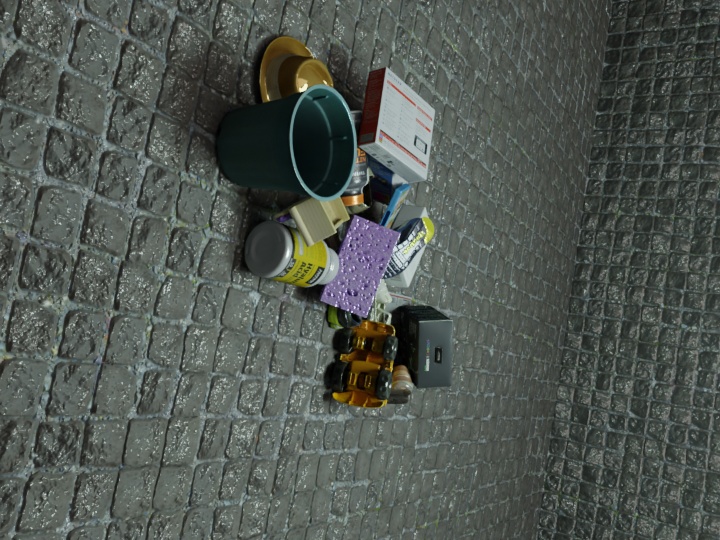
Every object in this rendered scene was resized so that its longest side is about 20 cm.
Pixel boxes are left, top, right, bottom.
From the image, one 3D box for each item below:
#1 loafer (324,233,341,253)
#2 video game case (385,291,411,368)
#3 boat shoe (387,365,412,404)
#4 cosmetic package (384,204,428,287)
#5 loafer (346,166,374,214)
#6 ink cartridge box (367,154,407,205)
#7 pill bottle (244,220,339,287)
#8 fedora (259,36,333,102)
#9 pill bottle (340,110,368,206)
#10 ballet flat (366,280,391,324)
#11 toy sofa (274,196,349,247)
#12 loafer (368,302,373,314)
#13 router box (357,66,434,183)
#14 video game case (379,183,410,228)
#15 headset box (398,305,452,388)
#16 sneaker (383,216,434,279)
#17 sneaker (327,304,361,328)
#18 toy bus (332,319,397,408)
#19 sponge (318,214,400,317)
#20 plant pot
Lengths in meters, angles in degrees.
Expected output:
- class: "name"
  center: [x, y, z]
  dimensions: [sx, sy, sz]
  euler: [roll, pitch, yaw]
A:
- class: "loafer"
  center: [-0.066, -0.066, 1.501]
  dimensions: [0.073, 0.071, 0.201]
  euler: [-34, 123, -50]
- class: "video game case"
  center: [0.084, 0.162, 1.823]
  dimensions: [0.143, 0.017, 0.201]
  euler: [16, 82, -57]
- class: "boat shoe"
  center: [0.095, 0.297, 1.755]
  dimensions: [0.200, 0.075, 0.072]
  euler: [115, -21, -63]
- class: "cosmetic package"
  center: [0.116, -0.065, 1.770]
  dimensions: [0.102, 0.074, 0.200]
  euler: [70, 36, -46]
- class: "loafer"
  center: [-0.006, -0.229, 1.570]
  dimensions: [0.076, 0.068, 0.201]
  euler: [-32, 121, -51]
- class: "ink cartridge box"
  center: [0.075, -0.277, 1.626]
  dimensions: [0.137, 0.076, 0.200]
  euler: [-55, 159, -39]
- class: "pill bottle"
  center: [-0.130, -0.026, 1.372]
  dimensions: [0.200, 0.111, 0.112]
  euler: [16, 82, -57]
- class: "fedora"
  center: [-0.116, -0.372, 1.360]
  dimensions: [0.200, 0.082, 0.202]
  euler: [-16, 109, -56]
- class: "pill bottle"
  center: [-0.037, -0.242, 1.478]
  dimensions: [0.106, 0.106, 0.201]
  euler: [-23, 112, -54]
- class: "ballet flat"
  center: [0.050, 0.095, 1.716]
  dimensions: [0.072, 0.071, 0.201]
  euler: [-7, 100, -57]
- class: "toy sofa"
  center: [-0.092, -0.105, 1.354]
  dimensions: [0.083, 0.097, 0.200]
  euler: [63, 12, -8]
- class: "loafer"
  center: [0.000, 0.000, 1.517]
  dimensions: [0.068, 0.070, 0.202]
  euler: [1, 77, -19]
- class: "router box"
  center: [0.084, -0.315, 1.500]
  dimensions: [0.200, 0.049, 0.180]
  euler: [27, 66, -47]
- class: "video game case"
  center: [0.060, -0.109, 1.624]
  dimensions: [0.201, 0.018, 0.143]
  euler: [-64, 173, 17]
- class: "headset box"
  center: [0.167, 0.194, 1.755]
  dimensions: [0.200, 0.092, 0.175]
  euler: [-146, -125, -76]
- class: "sneaker"
  center: [0.091, -0.054, 1.652]
  dimensions: [0.200, 0.082, 0.074]
  euler: [-42, 117, -19]
- class: "sneaker"
  center: [-0.021, 0.039, 1.579]
  dimensions: [0.074, 0.081, 0.201]
  euler: [-4, 98, -57]
- class: "toy bus"
  center: [0.027, 0.233, 1.656]
  dimensions: [0.192, 0.135, 0.201]
  euler: [43, 56, -71]
- class: "sponge"
  center: [-0.002, -0.010, 1.469]
  dimensions: [0.111, 0.030, 0.201]
  euler: [22, 91, -12]
- class: "plant pot"
  center: [-0.141, -0.228, 1.239]
  dimensions: [0.200, 0.195, 0.201]
  euler: [-11, 104, -56]
